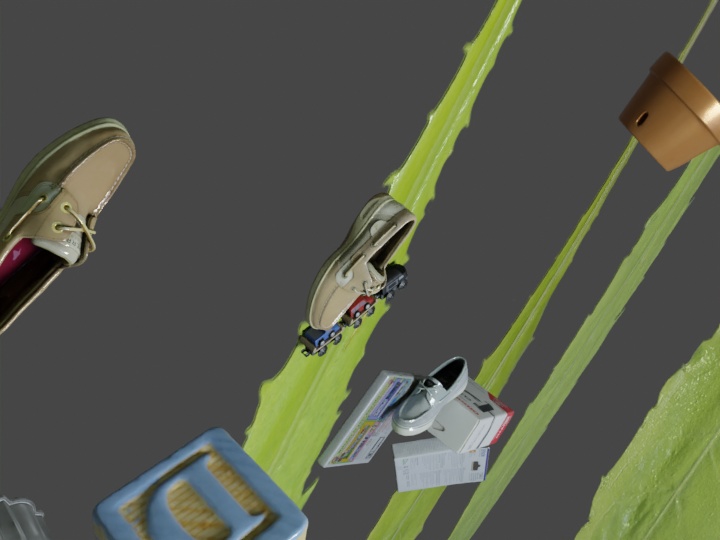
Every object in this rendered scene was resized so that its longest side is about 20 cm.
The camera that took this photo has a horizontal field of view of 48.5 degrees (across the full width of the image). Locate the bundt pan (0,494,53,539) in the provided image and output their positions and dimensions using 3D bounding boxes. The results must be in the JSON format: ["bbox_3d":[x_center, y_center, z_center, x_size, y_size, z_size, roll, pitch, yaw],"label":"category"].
[{"bbox_3d":[-0.392,0.328,0.797,0.202,0.076,0.203,-37,149,-26],"label":"bundt pan"}]

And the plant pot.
[{"bbox_3d":[0.573,-0.279,1.466,0.140,0.201,0.200,-43,157,22],"label":"plant pot"}]

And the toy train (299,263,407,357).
[{"bbox_3d":[-0.006,0.053,1.111,0.200,0.034,0.046,-38,147,-27],"label":"toy train"}]

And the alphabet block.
[{"bbox_3d":[-0.200,0.360,1.011,0.196,0.195,0.201,-29,144,-34],"label":"alphabet block"}]

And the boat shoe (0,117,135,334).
[{"bbox_3d":[-0.238,-0.028,0.611,0.200,0.066,0.074,-50,153,-5],"label":"boat shoe"}]

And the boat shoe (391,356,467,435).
[{"bbox_3d":[0.127,0.220,1.450,0.200,0.070,0.072,-34,138,-38],"label":"boat shoe"}]

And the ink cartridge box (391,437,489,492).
[{"bbox_3d":[0.169,0.408,1.696,0.198,0.041,0.200,-7,145,0],"label":"ink cartridge box"}]

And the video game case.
[{"bbox_3d":[0.025,0.266,1.436,0.201,0.022,0.182,-55,153,8],"label":"video game case"}]

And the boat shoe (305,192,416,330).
[{"bbox_3d":[0.000,0.000,1.021,0.201,0.065,0.072,-57,153,10],"label":"boat shoe"}]

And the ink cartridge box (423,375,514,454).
[{"bbox_3d":[0.198,0.279,1.587,0.200,0.144,0.084,7,116,-60],"label":"ink cartridge box"}]
